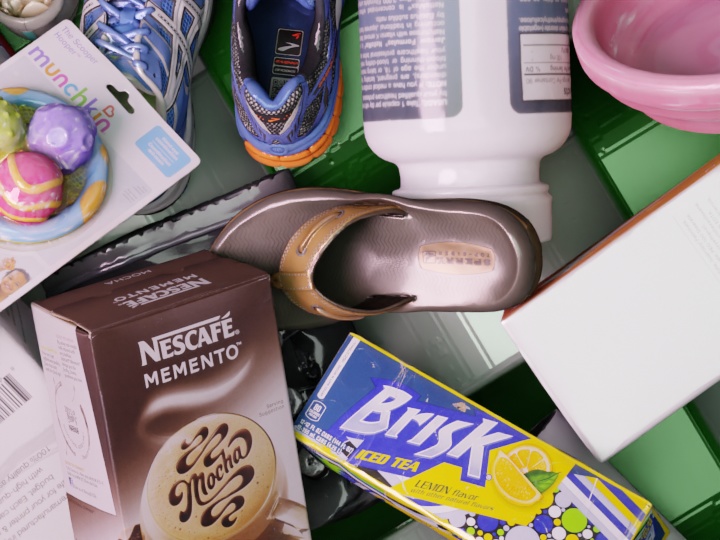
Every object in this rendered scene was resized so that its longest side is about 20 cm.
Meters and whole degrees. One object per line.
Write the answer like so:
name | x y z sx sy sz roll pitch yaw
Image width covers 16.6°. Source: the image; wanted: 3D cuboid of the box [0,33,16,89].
box | -0.259 -0.120 1.417 0.095 0.100 0.200 -36 90 5

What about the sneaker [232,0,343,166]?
sneaker | -0.039 -0.164 1.391 0.075 0.078 0.202 -3 79 4

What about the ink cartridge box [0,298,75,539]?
ink cartridge box | -0.217 0.102 1.392 0.146 0.084 0.200 -37 120 5

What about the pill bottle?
pill bottle | 0.058 -0.115 1.383 0.119 0.120 0.202 -2 93 4

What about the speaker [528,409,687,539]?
speaker | 0.152 0.175 1.410 0.200 0.081 0.081 45 95 2

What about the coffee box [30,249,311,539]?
coffee box | -0.099 0.102 1.343 0.112 0.080 0.201 -18 110 -27

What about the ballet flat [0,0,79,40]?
ballet flat | -0.197 -0.234 1.424 0.067 0.064 0.202 -7 92 5

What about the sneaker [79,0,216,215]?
sneaker | -0.124 -0.133 1.417 0.075 0.077 0.202 -2 91 6

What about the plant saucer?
plant saucer | 0.217 -0.136 1.346 0.199 0.201 0.051 -18 122 5

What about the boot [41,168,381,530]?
boot | -0.076 0.064 1.435 0.164 0.066 0.201 -22 95 7

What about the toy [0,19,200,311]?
toy | -0.192 -0.052 1.314 0.200 0.047 0.115 -39 80 -24

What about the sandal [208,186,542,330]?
sandal | 0.000 0.000 1.341 0.199 0.055 0.082 2 108 24

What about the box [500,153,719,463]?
box | 0.186 0.006 1.377 0.199 0.124 0.098 -36 90 5

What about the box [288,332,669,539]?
box | 0.063 0.115 1.340 0.199 0.064 0.070 29 81 23
